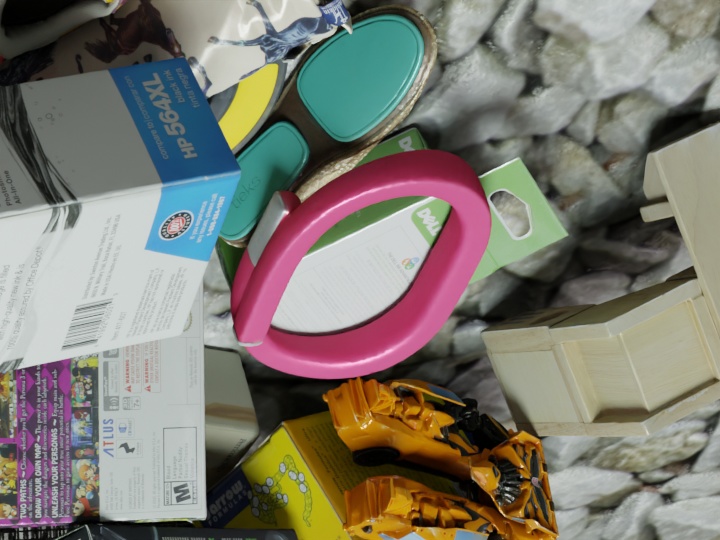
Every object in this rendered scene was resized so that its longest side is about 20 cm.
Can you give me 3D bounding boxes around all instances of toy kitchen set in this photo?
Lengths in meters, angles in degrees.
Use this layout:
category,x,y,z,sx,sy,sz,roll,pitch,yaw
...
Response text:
category,x,y,z,sx,sy,sz,roll,pitch,yaw
toy kitchen set,0.199,-0.002,1.628,0.199,0.164,0.180,-24,-174,-25

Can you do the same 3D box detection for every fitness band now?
category,x,y,z,sx,sy,sz,roll,pitch,yaw
fitness band,0.000,0.000,1.467,0.143,0.038,0.200,0,141,-25

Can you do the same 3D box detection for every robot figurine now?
category,x,y,z,sx,sy,sz,roll,pitch,yaw
robot figurine,0.061,0.140,1.595,0.058,0.146,0.199,-28,149,35

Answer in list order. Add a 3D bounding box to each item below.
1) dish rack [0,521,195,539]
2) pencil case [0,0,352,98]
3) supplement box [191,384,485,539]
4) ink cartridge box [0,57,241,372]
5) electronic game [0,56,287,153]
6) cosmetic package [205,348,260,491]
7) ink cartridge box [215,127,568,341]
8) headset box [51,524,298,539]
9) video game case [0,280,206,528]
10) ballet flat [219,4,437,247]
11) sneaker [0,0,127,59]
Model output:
category,x,y,z,sx,sy,sz,roll,pitch,yaw
dish rack,-0.214,0.190,1.645,0.199,0.055,0.153,-1,-177,-21
pencil case,-0.104,-0.114,1.283,0.199,0.078,0.090,-30,114,7
supplement box,-0.002,0.164,1.660,0.109,0.110,0.200,-43,161,31
ink cartridge box,-0.177,-0.019,1.209,0.199,0.085,0.146,-11,149,-27
electronic game,-0.138,-0.108,1.361,0.199,0.042,0.201,-11,141,-9
cosmetic package,-0.178,0.097,1.588,0.199,0.071,0.105,10,136,-33
ink cartridge box,0.019,-0.024,1.526,0.199,0.060,0.104,-26,143,9
headset box,-0.145,0.232,1.522,0.174,0.093,0.199,-30,156,35
video game case,-0.181,0.052,1.443,0.180,0.201,0.036,-1,179,-24
ballet flat,-0.016,-0.089,1.439,0.200,0.071,0.065,-40,166,31
sneaker,-0.113,-0.179,1.221,0.200,0.090,0.075,-40,116,17
